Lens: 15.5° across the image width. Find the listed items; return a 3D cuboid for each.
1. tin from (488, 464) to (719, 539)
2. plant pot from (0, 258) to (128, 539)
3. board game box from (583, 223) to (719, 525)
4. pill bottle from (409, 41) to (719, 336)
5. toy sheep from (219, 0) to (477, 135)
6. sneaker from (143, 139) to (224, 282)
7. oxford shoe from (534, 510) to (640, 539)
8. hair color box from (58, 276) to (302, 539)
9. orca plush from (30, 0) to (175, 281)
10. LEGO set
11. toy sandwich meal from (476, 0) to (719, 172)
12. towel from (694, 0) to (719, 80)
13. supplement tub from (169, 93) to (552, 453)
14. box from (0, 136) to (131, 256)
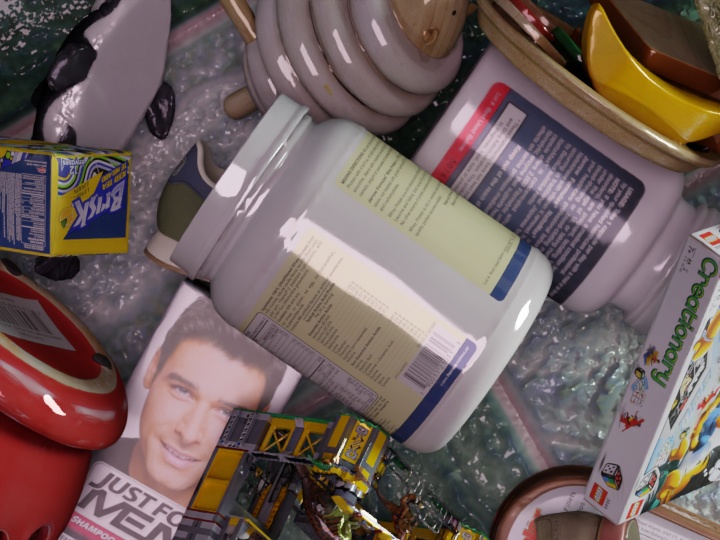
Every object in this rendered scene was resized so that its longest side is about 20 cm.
[{"bbox_3d":[0.179,0.202,1.719,0.199,0.042,0.113,24,90,-1],"label":"tin"},{"bbox_3d":[-0.253,0.100,1.625,0.200,0.200,0.183,40,104,-2],"label":"plant pot"},{"bbox_3d":[0.217,0.055,1.630,0.035,0.126,0.201,38,126,30],"label":"board game box"},{"bbox_3d":[0.134,-0.044,1.662,0.199,0.120,0.120,35,94,-1],"label":"pill bottle"},{"bbox_3d":[-0.012,-0.144,1.653,0.199,0.138,0.139,-24,94,39],"label":"toy sheep"},{"bbox_3d":[-0.034,-0.025,1.690,0.199,0.067,0.090,16,99,3],"label":"sneaker"},{"bbox_3d":[0.128,0.249,1.660,0.074,0.070,0.201,3,68,20],"label":"oxford shoe"},{"bbox_3d":[-0.118,0.115,1.706,0.099,0.061,0.201,29,93,-1],"label":"hair color box"},{"bbox_3d":[-0.181,-0.096,1.706,0.105,0.071,0.201,-4,108,-43],"label":"orca plush"},{"bbox_3d":[-0.021,0.177,1.634,0.153,0.200,0.116,10,63,33],"label":"LEGO set"},{"bbox_3d":[0.162,-0.132,1.616,0.205,0.205,0.070,35,105,-1],"label":"toy sandwich meal"},{"bbox_3d":[0.247,-0.194,1.624,0.036,0.148,0.201,-26,70,40],"label":"towel"},{"bbox_3d":[0.000,0.000,1.591,0.199,0.145,0.145,35,94,-2],"label":"supplement tub"},{"bbox_3d":[-0.235,-0.050,1.639,0.199,0.070,0.065,9,98,40],"label":"box"}]
